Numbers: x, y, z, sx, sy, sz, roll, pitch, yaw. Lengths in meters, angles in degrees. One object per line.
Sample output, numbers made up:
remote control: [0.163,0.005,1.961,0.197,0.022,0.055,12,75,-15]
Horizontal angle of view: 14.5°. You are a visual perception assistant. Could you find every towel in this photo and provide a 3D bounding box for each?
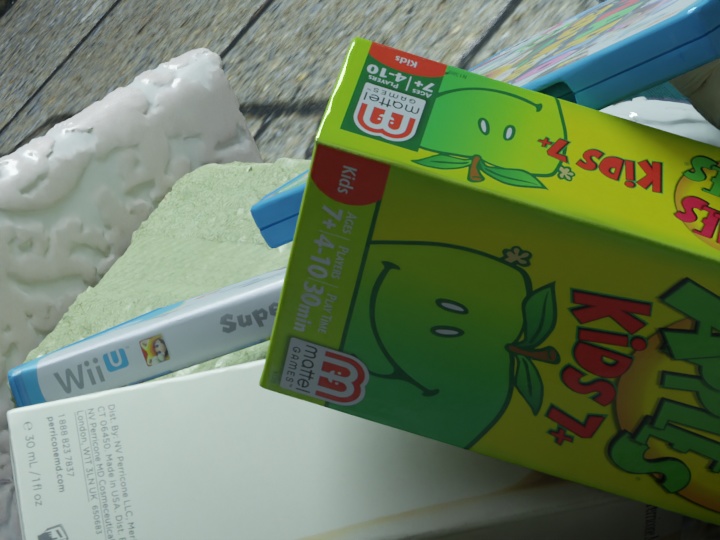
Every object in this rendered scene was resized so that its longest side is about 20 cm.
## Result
towel: [-0.104,0.032,1.181,0.200,0.191,0.032,-34,20,-32]
towel: [-0.041,0.017,1.084,0.200,0.037,0.148,5,48,50]

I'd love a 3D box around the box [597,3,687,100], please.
box: [0.161,-0.104,1.177,0.082,0.049,0.200,-48,16,-6]

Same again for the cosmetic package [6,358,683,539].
cosmetic package: [-0.002,0.074,0.888,0.200,0.071,0.105,-12,-25,0]

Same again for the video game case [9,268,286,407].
video game case: [0.000,0.000,0.929,0.200,0.018,0.143,-19,2,18]

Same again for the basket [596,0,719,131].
basket: [0.193,-0.117,0.981,0.200,0.136,0.123,-43,19,13]

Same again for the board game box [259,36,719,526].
board game box: [0.079,0.013,0.792,0.048,0.200,0.102,-71,-3,-45]

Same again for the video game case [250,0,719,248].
video game case: [0.073,-0.067,0.862,0.200,0.018,0.143,-22,9,48]

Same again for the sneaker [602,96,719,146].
sneaker: [0.075,0.023,1.061,0.199,0.080,0.130,-30,33,-3]
